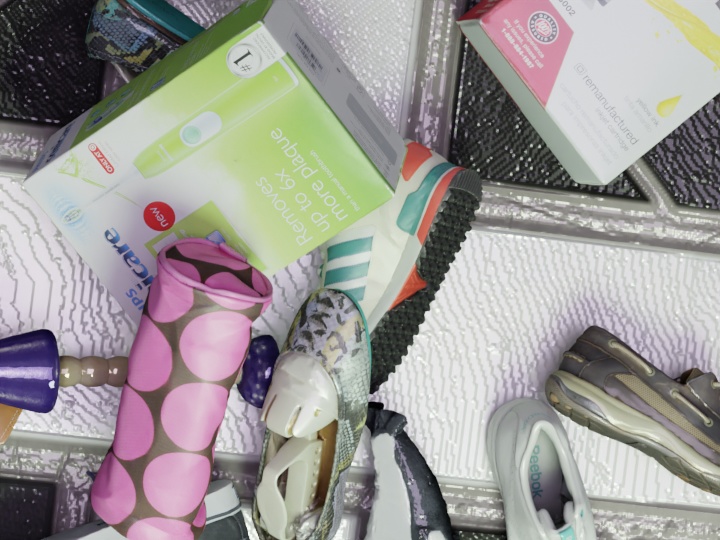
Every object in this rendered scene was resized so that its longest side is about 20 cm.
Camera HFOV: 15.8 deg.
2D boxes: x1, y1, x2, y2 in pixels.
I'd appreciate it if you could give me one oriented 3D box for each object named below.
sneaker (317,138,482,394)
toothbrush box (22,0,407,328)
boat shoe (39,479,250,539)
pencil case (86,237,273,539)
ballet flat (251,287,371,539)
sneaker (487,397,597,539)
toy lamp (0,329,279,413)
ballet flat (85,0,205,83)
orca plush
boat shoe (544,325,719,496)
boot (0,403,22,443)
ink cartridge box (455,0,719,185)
[{"bbox_3d":[0.000,0.000,1.764,0.093,0.070,0.200,34,103,25],"label":"sneaker"},{"bbox_3d":[-0.093,-0.068,1.684,0.200,0.086,0.146,-31,107,21],"label":"toothbrush box"},{"bbox_3d":[-0.170,0.203,1.742,0.200,0.072,0.068,-19,94,-14],"label":"boat shoe"},{"bbox_3d":[-0.114,0.076,1.660,0.091,0.094,0.200,28,117,16],"label":"pencil case"},{"bbox_3d":[-0.037,0.109,1.714,0.072,0.072,0.201,4,119,-8],"label":"ballet flat"},{"bbox_3d":[0.135,0.189,1.772,0.075,0.088,0.200,-18,95,-8],"label":"sneaker"},{"bbox_3d":[-0.156,0.068,1.725,0.200,0.058,0.058,3,92,-20],"label":"toy lamp"},{"bbox_3d":[-0.096,-0.121,1.744,0.200,0.074,0.074,32,88,-7],"label":"ballet flat"},{"bbox_3d":[0.034,0.186,1.784,0.105,0.071,0.200,-14,90,37],"label":"orca plush"},{"bbox_3d":[0.226,0.101,1.789,0.200,0.074,0.073,29,82,-15],"label":"boat shoe"},{"bbox_3d":[-0.324,0.121,1.718,0.155,0.077,0.200,31,81,-12],"label":"boot"},{"bbox_3d":[0.190,-0.175,1.766,0.200,0.083,0.145,-39,97,-5],"label":"ink cartridge box"}]
